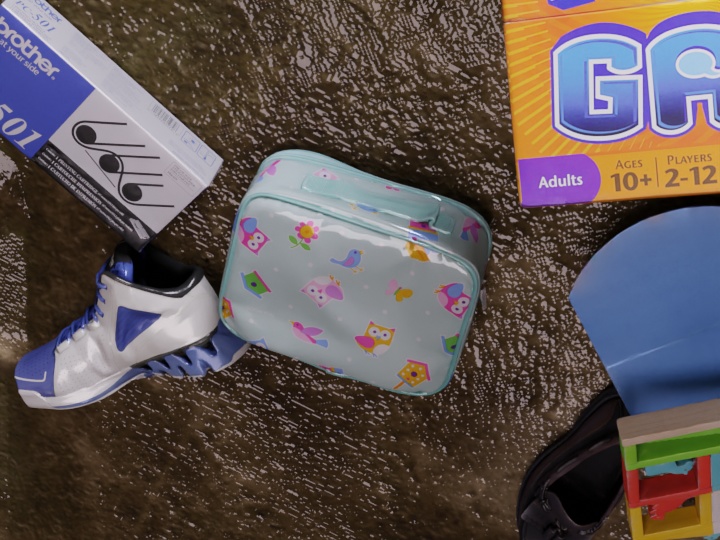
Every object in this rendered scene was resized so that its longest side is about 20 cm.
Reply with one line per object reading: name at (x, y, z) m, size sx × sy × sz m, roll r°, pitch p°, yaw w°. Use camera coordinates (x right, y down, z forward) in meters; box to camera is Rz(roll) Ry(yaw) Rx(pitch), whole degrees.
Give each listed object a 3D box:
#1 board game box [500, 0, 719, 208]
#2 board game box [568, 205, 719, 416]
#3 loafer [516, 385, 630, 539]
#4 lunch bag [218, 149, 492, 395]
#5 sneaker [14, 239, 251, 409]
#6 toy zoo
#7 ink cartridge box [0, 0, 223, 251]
board game box at (0.199, -0.149, 0.856) m, size 0.199 × 0.200 × 0.201 m, roll -4°, pitch 96°, yaw 19°
board game box at (0.251, 0.033, 1.114) m, size 0.157 × 0.039 × 0.200 m, roll -24°, pitch 115°, yaw 17°
loafer at (0.176, 0.175, 1.222) m, size 0.072 × 0.063 × 0.200 m, roll 25°, pitch 128°, yaw -3°
lunch bag at (0.000, 0.000, 1.142) m, size 0.199 × 0.077 × 0.161 m, roll 18°, pitch 126°, yaw 4°
sneaker at (-0.197, 0.034, 1.232) m, size 0.199 × 0.081 × 0.116 m, roll -15°, pitch 116°, yaw 17°
toy zoo at (0.268, 0.160, 1.162) m, size 0.131 × 0.021 × 0.200 m, roll -11°, pitch 142°, yaw 5°
ink cartridge box at (-0.210, -0.113, 1.144) m, size 0.200 × 0.044 × 0.094 m, roll 42°, pitch 124°, yaw -14°
